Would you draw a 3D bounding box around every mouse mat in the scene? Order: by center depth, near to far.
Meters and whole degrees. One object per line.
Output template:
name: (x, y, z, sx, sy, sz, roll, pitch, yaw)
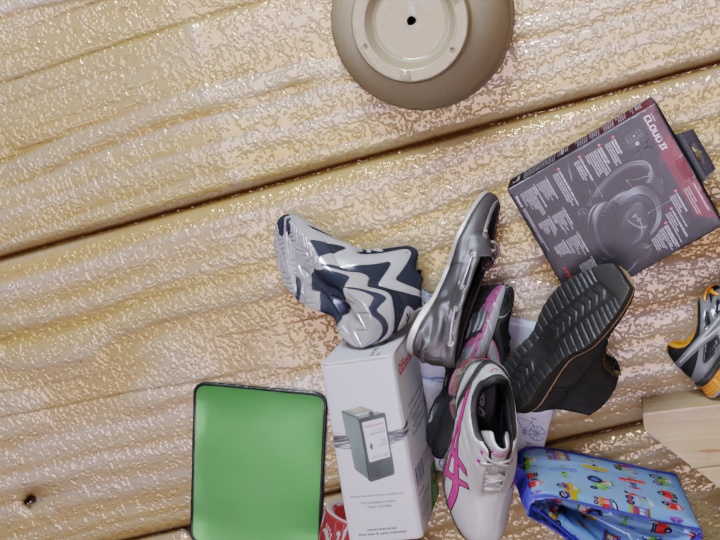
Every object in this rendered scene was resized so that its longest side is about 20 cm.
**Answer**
mouse mat: (-0.120, 0.232, 1.778, 0.159, 0.008, 0.202, 5, 103, 8)

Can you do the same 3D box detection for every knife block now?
knife block: (0.427, 0.152, 1.650, 0.199, 0.064, 0.176, 37, 104, 0)

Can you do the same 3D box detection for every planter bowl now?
planter bowl: (0.057, -0.261, 1.583, 0.198, 0.135, 0.203, 2, 102, 9)

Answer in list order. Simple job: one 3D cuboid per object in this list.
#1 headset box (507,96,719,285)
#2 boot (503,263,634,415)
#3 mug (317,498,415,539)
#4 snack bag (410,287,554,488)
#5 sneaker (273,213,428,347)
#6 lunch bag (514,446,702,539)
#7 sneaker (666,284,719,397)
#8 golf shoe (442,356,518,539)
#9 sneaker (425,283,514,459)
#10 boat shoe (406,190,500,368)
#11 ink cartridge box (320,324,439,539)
headset box: (0.277, -0.078, 1.618, 0.199, 0.077, 0.150, -31, 96, 12)
boot: (0.250, 0.077, 1.620, 0.200, 0.137, 0.078, -48, 48, 32)
mug: (0.013, 0.373, 1.742, 0.176, 0.133, 0.202, 4, 100, -32)
snack bag: (0.128, 0.136, 1.713, 0.187, 0.021, 0.202, 13, 103, 6)
sneaker: (0.000, 0.000, 1.680, 0.199, 0.129, 0.080, 39, 127, 39)
lunch bag: (0.248, 0.249, 1.639, 0.198, 0.151, 0.095, 24, 104, -5)
sneaker: (0.401, 0.036, 1.626, 0.077, 0.078, 0.201, 33, 101, 14)
golf shoe: (0.126, 0.193, 1.577, 0.072, 0.092, 0.202, -3, 96, -10)
sneaker: (0.137, 0.114, 1.669, 0.086, 0.080, 0.202, 16, 91, -26)
boat shoe: (0.116, 0.013, 1.639, 0.057, 0.067, 0.201, 22, 78, 20)
ink cartridge box: (0.024, 0.173, 1.654, 0.083, 0.146, 0.202, -7, 99, 12)
